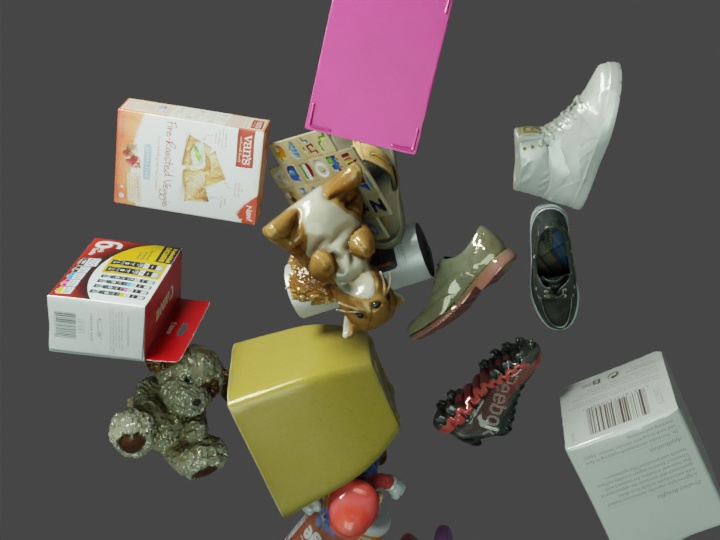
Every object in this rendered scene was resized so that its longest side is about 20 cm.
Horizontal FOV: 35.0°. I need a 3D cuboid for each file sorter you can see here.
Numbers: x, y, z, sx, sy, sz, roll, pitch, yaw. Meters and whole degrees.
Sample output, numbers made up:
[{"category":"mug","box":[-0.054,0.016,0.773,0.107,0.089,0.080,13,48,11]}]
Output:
[{"category":"file sorter","box":[0.024,-0.264,1.409,0.138,0.125,0.202,13,103,-1]}]

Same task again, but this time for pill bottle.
[{"category":"pill bottle","box":[-0.050,0.418,1.744,0.112,0.112,0.201,33,113,-10]}]

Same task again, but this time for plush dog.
[{"category":"plush dog","box":[-0.266,0.185,1.666,0.199,0.161,0.172,31,101,-39]}]

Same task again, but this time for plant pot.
[{"category":"plant pot","box":[-0.056,0.187,1.605,0.198,0.196,0.195,-22,111,5]}]

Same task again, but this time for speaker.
[{"category":"speaker","box":[0.000,0.000,1.571,0.198,0.081,0.082,-17,112,13]}]

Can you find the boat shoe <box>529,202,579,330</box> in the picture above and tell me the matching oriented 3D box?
[{"category":"boat shoe","box":[0.260,0.005,1.551,0.068,0.057,0.201,-7,122,10]}]

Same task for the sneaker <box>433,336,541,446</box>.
[{"category":"sneaker","box":[0.198,0.180,1.638,0.098,0.071,0.200,39,114,-11]}]

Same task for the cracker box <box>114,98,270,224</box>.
[{"category":"cracker box","box":[-0.227,-0.147,1.538,0.198,0.058,0.135,8,115,1]}]

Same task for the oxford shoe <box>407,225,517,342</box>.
[{"category":"oxford shoe","box":[0.128,0.020,1.586,0.200,0.071,0.074,-45,78,21]}]

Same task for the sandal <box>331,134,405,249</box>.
[{"category":"sandal","box":[0.011,-0.126,1.503,0.080,0.054,0.202,-14,90,13]}]

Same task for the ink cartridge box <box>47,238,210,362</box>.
[{"category":"ink cartridge box","box":[-0.307,0.038,1.550,0.174,0.200,0.085,6,114,3]}]

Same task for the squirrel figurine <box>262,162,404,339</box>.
[{"category":"squirrel figurine","box":[-0.027,-0.011,1.456,0.141,0.200,0.187,-37,96,-15]}]

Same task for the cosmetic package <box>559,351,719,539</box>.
[{"category":"cosmetic package","box":[0.394,0.257,1.601,0.164,0.165,0.201,-22,110,15]}]

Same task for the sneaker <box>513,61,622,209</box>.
[{"category":"sneaker","box":[0.258,-0.180,1.469,0.114,0.074,0.201,13,116,-4]}]

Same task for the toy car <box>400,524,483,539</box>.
[{"category":"toy car","box":[0.120,0.468,1.743,0.198,0.175,0.151,-12,76,11]}]

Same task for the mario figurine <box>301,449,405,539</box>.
[{"category":"mario figurine","box":[-0.010,0.322,1.649,0.123,0.200,0.106,-30,108,17]}]

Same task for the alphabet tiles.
[{"category":"alphabet tiles","box":[-0.042,-0.105,1.497,0.199,0.006,0.167,-6,122,54]}]
